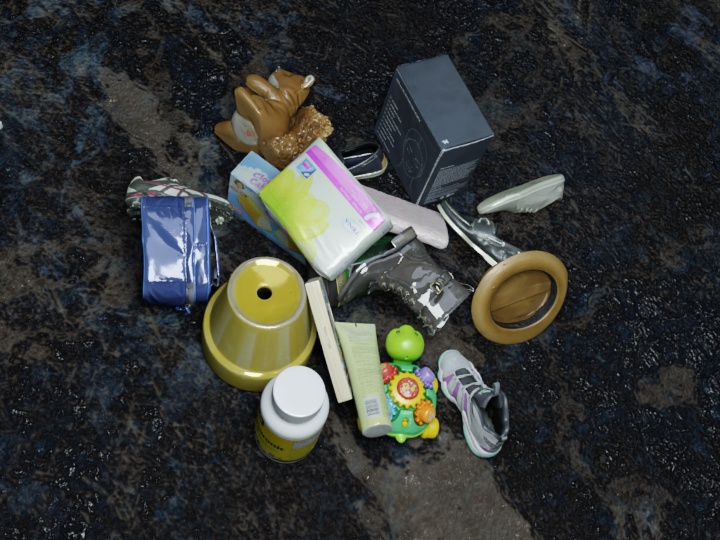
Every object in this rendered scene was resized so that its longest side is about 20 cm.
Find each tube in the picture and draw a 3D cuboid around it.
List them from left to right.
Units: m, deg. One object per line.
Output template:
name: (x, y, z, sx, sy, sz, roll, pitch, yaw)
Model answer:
tube: (0.009, 0.174, 1.530, 0.051, 0.058, 0.202, -22, 58, 16)

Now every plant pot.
plant pot: (-0.165, 0.076, 1.549, 0.198, 0.190, 0.203, 5, 61, -9)

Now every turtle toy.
turtle toy: (0.072, 0.195, 1.586, 0.143, 0.101, 0.203, 6, 62, -9)

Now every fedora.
fedora: (0.283, 0.038, 1.704, 0.198, 0.203, 0.082, -10, 29, -17)

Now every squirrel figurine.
squirrel figurine: (-0.148, -0.299, 1.794, 0.200, 0.142, 0.187, 41, 51, 5)

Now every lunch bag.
lunch bag: (-0.308, -0.026, 1.588, 0.130, 0.136, 0.203, -2, 84, -12)

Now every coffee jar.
coffee jar: (0.000, 0.000, 1.673, 0.197, 0.085, 0.106, -13, 105, -18)

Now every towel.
towel: (0.064, -0.103, 1.716, 0.197, 0.033, 0.191, 19, 16, -3)

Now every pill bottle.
pill bottle: (-0.109, 0.227, 1.475, 0.110, 0.201, 0.113, 5, 61, -9)

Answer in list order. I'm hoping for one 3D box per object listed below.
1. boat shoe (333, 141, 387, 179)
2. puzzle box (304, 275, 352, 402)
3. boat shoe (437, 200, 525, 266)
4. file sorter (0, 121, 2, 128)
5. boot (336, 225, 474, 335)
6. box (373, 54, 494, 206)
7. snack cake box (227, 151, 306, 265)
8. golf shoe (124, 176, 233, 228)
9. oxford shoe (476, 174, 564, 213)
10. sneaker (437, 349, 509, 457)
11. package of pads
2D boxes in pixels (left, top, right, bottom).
boat shoe: (-0.046, -0.202, 1.776, 0.197, 0.063, 0.075, -13, 51, -4)
puzzle box: (-0.051, 0.111, 1.547, 0.025, 0.133, 0.203, -16, 93, 0)
boat shoe: (0.231, -0.071, 1.767, 0.200, 0.072, 0.068, 41, 100, 5)
file sorter: (-0.773, -0.301, 1.652, 0.199, 0.125, 0.139, 33, 62, 6)
boot: (0.077, 0.040, 1.590, 0.199, 0.069, 0.175, -39, 89, -4)
box: (0.136, -0.267, 1.787, 0.123, 0.197, 0.202, -19, 68, -20)
snack cake box: (-0.147, -0.111, 1.692, 0.199, 0.115, 0.067, 36, 62, 8)
golf shoe: (-0.328, -0.133, 1.690, 0.197, 0.078, 0.089, 7, 47, -15)
oxford shoe: (0.324, -0.139, 1.839, 0.198, 0.075, 0.059, -19, 104, -18)
sneaker: (0.205, 0.208, 1.585, 0.077, 0.140, 0.202, -19, 68, -20)
package of pads: (-0.063, -0.101, 1.586, 0.154, 0.068, 0.200, -41, 81, -2)
